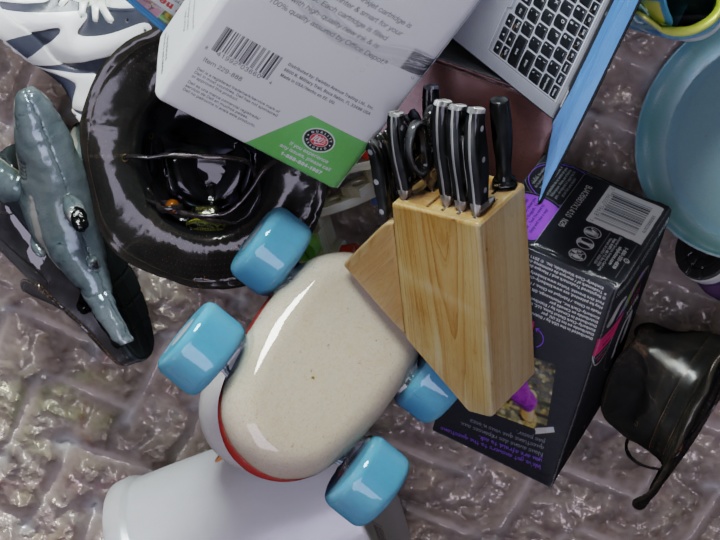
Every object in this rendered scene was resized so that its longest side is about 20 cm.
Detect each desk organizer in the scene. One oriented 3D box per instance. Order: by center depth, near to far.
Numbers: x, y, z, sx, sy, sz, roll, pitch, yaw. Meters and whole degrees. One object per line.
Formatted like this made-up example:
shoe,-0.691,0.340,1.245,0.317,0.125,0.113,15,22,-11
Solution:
desk organizer,0.051,-0.133,1.391,0.199,0.072,0.077,20,111,1

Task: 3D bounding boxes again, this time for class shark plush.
shark plush,-0.227,-0.035,1.388,0.091,0.083,0.201,-8,83,-21

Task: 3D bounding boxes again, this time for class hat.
hat,0.230,0.082,1.377,0.081,0.201,0.201,34,109,13
hat,-0.112,-0.092,1.380,0.200,0.081,0.201,1,106,3

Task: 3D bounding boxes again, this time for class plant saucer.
plant saucer,0.298,-0.099,1.340,0.200,0.027,0.201,-10,69,28

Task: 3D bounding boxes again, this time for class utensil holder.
utensil holder,-0.078,0.211,1.462,0.200,0.170,0.170,-23,102,11

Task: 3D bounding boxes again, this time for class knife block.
knife block,0.078,-0.022,1.234,0.200,0.064,0.176,50,137,1

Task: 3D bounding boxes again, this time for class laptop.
laptop,0.121,-0.185,1.244,0.200,0.116,0.188,42,127,26

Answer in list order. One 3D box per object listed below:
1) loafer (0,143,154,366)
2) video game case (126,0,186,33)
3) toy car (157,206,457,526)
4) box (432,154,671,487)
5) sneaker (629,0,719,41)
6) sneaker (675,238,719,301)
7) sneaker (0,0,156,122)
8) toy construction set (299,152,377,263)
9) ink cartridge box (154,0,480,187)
loafer,-0.240,-0.003,1.473,0.072,0.073,0.200,-34,90,24
video game case,-0.061,-0.223,1.240,0.200,0.018,0.143,-38,121,23
toy car,-0.054,0.082,1.354,0.184,0.200,0.177,38,66,-9
box,0.140,0.038,1.363,0.106,0.122,0.200,25,130,15
sneaker,0.173,-0.214,1.315,0.199,0.131,0.080,11,98,3
sneaker,0.326,-0.060,1.389,0.087,0.076,0.200,34,99,-38
sneaker,-0.199,-0.199,1.399,0.129,0.080,0.199,-38,99,15
toy construction set,0.000,0.000,1.425,0.131,0.092,0.201,-4,101,24
ink cartridge box,-0.023,-0.175,1.213,0.146,0.084,0.200,27,121,-21
